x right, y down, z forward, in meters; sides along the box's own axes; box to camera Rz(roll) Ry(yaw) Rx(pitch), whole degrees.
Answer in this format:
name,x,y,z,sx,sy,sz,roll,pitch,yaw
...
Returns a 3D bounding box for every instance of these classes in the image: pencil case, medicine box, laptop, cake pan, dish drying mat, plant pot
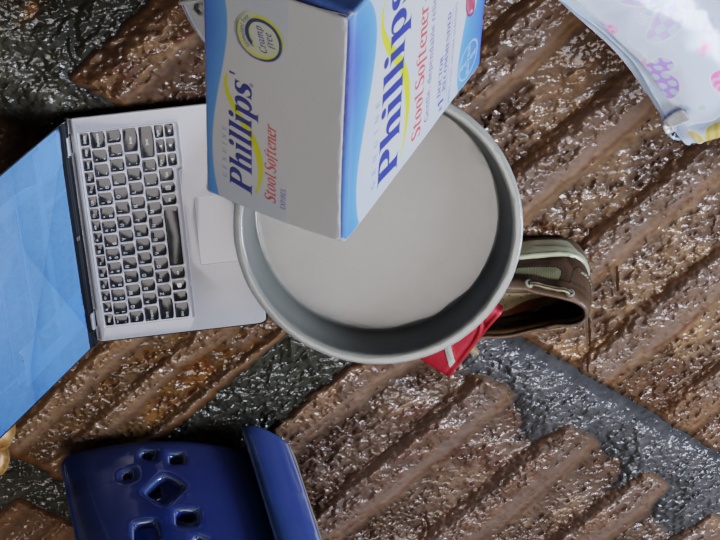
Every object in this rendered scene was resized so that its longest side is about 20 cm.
name,x,y,z,sx,sy,sz,roll,pitch,yaw
pencil case,0.195,-0.169,1.499,0.091,0.083,0.200,-41,129,6
medicine box,-0.006,-0.155,1.383,0.103,0.200,0.182,20,138,17
laptop,-0.163,-0.001,1.554,0.200,0.116,0.188,-6,124,-4
cake pan,0.012,-0.035,1.576,0.200,0.037,0.201,0,107,1
dish drying mat,0.000,0.000,1.627,0.200,0.018,0.077,32,126,-8
plant pot,-0.112,0.250,1.778,0.179,0.200,0.200,-17,136,-3

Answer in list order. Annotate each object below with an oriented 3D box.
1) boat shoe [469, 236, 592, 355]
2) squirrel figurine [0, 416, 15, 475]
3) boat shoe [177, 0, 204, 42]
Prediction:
name,x,y,z,sx,sy,sz,roll,pitch,yaw
boat shoe,0.073,0.024,1.676,0.202,0.075,0.075,-11,136,0
squirrel figurine,-0.342,0.109,1.590,0.200,0.187,0.142,20,164,-11
boat shoe,-0.079,-0.197,1.418,0.074,0.086,0.202,-5,135,-5
